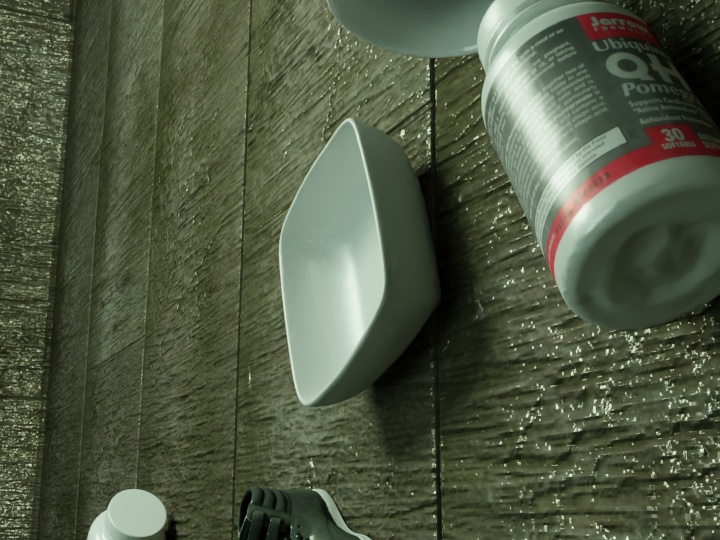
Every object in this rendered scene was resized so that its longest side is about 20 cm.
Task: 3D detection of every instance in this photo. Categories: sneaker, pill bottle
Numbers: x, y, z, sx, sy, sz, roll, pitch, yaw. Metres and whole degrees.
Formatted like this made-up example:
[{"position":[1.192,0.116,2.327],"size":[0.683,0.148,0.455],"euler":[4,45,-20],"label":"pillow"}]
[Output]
[{"position":[-0.050,0.249,0.924],"size":[0.200,0.098,0.072],"euler":[34,113,62],"label":"sneaker"},{"position":[-0.338,0.407,1.509],"size":[0.112,0.110,0.201],"euler":[-112,37,-46],"label":"pill bottle"},{"position":[0.131,-0.076,0.590],"size":[0.201,0.110,0.111],"euler":[-107,33,-41],"label":"pill bottle"}]

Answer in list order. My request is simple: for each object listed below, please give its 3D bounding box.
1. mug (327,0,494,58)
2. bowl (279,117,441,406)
[{"position":[0.076,-0.271,0.751],"size":[0.198,0.147,0.177],"euler":[-8,66,34],"label":"mug"},{"position":[0.000,0.000,0.905],"size":[0.200,0.074,0.202],"euler":[127,142,-47],"label":"bowl"}]
